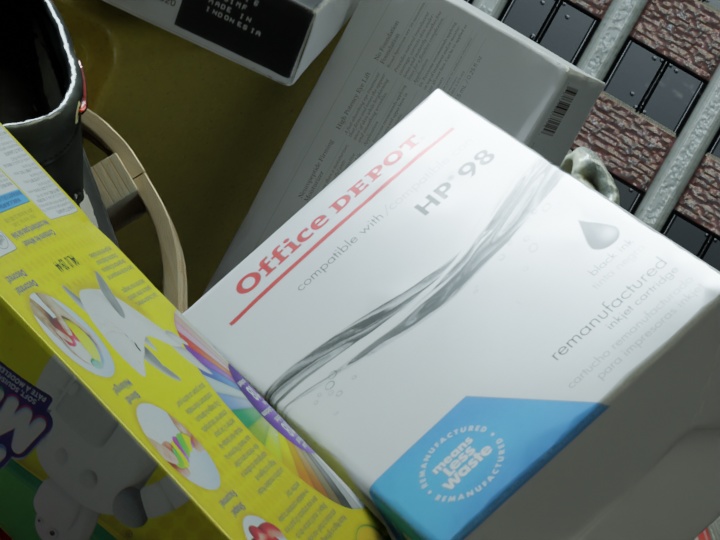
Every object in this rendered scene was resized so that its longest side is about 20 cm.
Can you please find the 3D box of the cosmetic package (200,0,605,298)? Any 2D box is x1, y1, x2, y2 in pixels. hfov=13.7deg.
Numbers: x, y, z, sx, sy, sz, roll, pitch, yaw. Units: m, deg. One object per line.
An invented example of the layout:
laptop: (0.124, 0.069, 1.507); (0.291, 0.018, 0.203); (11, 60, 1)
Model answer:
cosmetic package: (0.000, 0.000, 1.056); (0.082, 0.201, 0.051); (32, 9, 19)

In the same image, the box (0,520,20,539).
box: (-0.141, 0.021, 0.823); (0.200, 0.039, 0.137); (48, 14, 20)

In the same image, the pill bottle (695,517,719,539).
pill bottle: (0.096, 0.114, 1.000); (0.114, 0.114, 0.200); (33, 8, 28)

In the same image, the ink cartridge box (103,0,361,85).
ink cartridge box: (-0.033, -0.131, 1.078); (0.094, 0.037, 0.200); (25, 27, 6)

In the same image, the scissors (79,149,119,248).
scissors: (-0.068, 0.025, 0.947); (0.073, 0.014, 0.201); (14, 50, -27)

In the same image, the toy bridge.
toy bridge: (-0.099, -0.015, 0.987); (0.201, 0.067, 0.027); (59, -3, 16)

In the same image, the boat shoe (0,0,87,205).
boat shoe: (-0.133, -0.087, 0.956); (0.073, 0.063, 0.202); (-8, 46, -19)

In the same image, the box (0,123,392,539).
box: (-0.065, 0.042, 0.794); (0.200, 0.048, 0.117); (45, 13, 2)

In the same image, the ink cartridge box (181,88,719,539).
ink cartridge box: (0.026, 0.022, 0.910); (0.200, 0.116, 0.067); (37, -15, 50)

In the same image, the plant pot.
plant pot: (-0.122, -0.063, 1.118); (0.199, 0.201, 0.176); (32, 20, 19)

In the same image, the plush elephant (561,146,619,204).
plush elephant: (0.034, -0.013, 1.310); (0.199, 0.156, 0.165); (17, 6, -25)
